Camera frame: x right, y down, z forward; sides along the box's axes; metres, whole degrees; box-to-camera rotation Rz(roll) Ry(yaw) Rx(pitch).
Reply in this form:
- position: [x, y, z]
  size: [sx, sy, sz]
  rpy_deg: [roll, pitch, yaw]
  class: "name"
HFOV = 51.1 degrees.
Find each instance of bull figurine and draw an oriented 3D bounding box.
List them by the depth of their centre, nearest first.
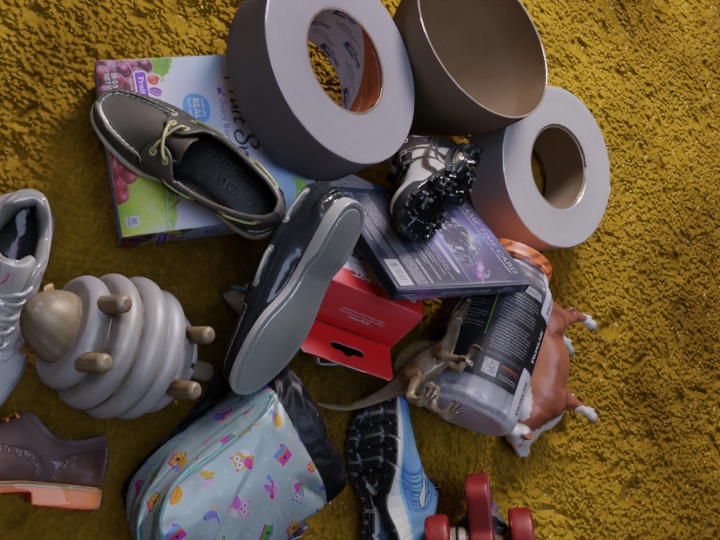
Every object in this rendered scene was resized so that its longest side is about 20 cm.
- position: [0.235, 0.133, 0.940]
  size: [0.120, 0.065, 0.204]
  rpy_deg: [14, 77, -30]
  class: "bull figurine"

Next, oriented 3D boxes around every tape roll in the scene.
- position: [-0.034, -0.195, 0.746]
  size: [0.198, 0.065, 0.205]
  rpy_deg: [13, 71, -43]
  class: "tape roll"
- position: [0.230, -0.126, 0.966]
  size: [0.199, 0.070, 0.207]
  rpy_deg: [4, 84, -34]
  class: "tape roll"

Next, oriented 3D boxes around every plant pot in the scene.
- position: [0.103, -0.240, 0.881]
  size: [0.197, 0.134, 0.204]
  rpy_deg: [14, 64, -32]
  class: "plant pot"

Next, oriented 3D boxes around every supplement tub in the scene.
- position: [0.148, 0.074, 0.867]
  size: [0.121, 0.122, 0.203]
  rpy_deg: [32, 68, -20]
  class: "supplement tub"

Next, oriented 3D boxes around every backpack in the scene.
- position: [-0.119, 0.194, 0.696]
  size: [0.198, 0.126, 0.169]
  rpy_deg: [-33, 101, -26]
  class: "backpack"

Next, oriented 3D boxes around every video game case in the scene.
- position: [0.074, -0.030, 0.785]
  size: [0.197, 0.019, 0.144]
  rpy_deg: [0, 46, -41]
  class: "video game case"

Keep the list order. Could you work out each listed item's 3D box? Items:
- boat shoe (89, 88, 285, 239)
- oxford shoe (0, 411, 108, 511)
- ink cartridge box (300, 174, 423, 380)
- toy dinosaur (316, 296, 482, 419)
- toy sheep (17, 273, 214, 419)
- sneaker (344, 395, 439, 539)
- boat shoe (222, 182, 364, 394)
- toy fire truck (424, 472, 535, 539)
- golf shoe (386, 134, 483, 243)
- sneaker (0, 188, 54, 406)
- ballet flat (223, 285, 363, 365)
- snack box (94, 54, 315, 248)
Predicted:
- position: [-0.153, -0.102, 0.677]
  size: [0.200, 0.060, 0.073]
  rpy_deg: [34, 76, -7]
  class: "boat shoe"
- position: [-0.311, 0.152, 0.633]
  size: [0.198, 0.071, 0.074]
  rpy_deg: [22, 68, -35]
  class: "oxford shoe"
- position: [0.000, 0.000, 0.784]
  size: [0.115, 0.067, 0.203]
  rpy_deg: [21, 45, -25]
  class: "ink cartridge box"
- position: [0.059, 0.113, 0.788]
  size: [0.199, 0.101, 0.059]
  rpy_deg: [-39, 124, -8]
  class: "toy dinosaur"
- position: [-0.206, 0.069, 0.664]
  size: [0.199, 0.136, 0.140]
  rpy_deg: [34, 65, -43]
  class: "toy sheep"
- position: [0.041, 0.230, 0.823]
  size: [0.089, 0.077, 0.205]
  rpy_deg: [1, 84, -48]
  class: "sneaker"
- position: [-0.070, 0.015, 0.686]
  size: [0.202, 0.060, 0.076]
  rpy_deg: [-56, 149, -7]
  class: "boat shoe"
- position: [0.134, 0.319, 0.806]
  size: [0.110, 0.168, 0.205]
  rpy_deg: [-8, 85, 7]
  class: "toy fire truck"
- position: [0.057, -0.092, 0.781]
  size: [0.093, 0.079, 0.200]
  rpy_deg: [24, 27, 15]
  class: "golf shoe"
- position: [-0.308, 0.021, 0.635]
  size: [0.077, 0.099, 0.204]
  rpy_deg: [12, 76, -26]
  class: "sneaker"
- position: [-0.053, 0.065, 0.792]
  size: [0.197, 0.067, 0.064]
  rpy_deg: [14, 84, -26]
  class: "ballet flat"
- position: [-0.152, -0.123, 0.753]
  size: [0.196, 0.068, 0.172]
  rpy_deg: [-10, 86, -22]
  class: "snack box"
